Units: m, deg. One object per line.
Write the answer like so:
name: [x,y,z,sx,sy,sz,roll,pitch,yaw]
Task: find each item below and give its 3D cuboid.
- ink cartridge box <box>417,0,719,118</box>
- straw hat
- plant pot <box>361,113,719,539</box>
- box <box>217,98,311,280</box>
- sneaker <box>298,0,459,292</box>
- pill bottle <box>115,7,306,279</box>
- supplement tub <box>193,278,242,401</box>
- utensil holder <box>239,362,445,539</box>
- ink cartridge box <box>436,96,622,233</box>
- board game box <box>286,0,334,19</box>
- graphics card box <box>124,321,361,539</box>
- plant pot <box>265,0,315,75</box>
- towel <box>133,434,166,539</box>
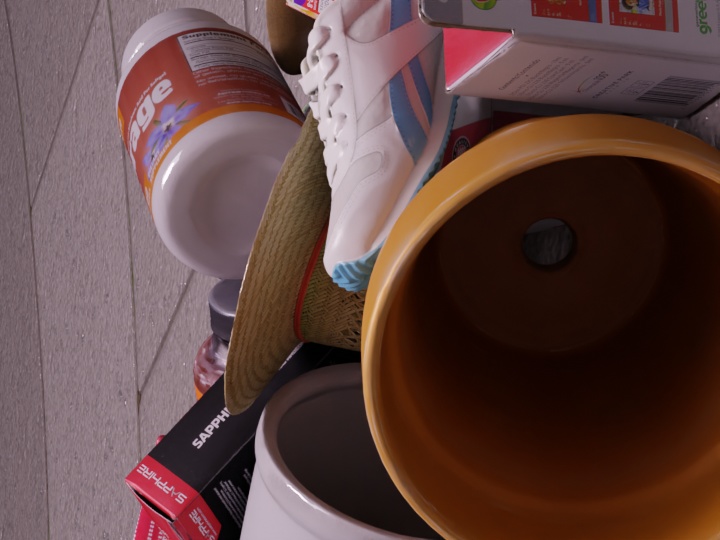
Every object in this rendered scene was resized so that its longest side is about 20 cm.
ink cartridge box: [0.091,-0.187,1.025,0.084,0.175,0.201,145,127,-64]
straw hat: [0.000,0.000,1.128,0.201,0.085,0.202,16,-90,-82]
plant pot: [0.097,0.014,0.980,0.183,0.199,0.201,-97,17,-71]
box: [-0.044,-0.072,1.500,0.110,0.035,0.200,-61,6,-32]
sneaker: [0.006,-0.080,1.054,0.077,0.081,0.200,113,173,-60]
pill bottle: [-0.094,-0.088,1.356,0.200,0.112,0.112,-118,38,-56]
supplement tub: [-0.050,0.099,1.375,0.107,0.107,0.201,-128,27,-61]
utensil holder: [0.007,0.180,1.194,0.170,0.169,0.201,-117,36,-54]
ink cartridge box: [0.079,-0.126,1.176,0.145,0.083,0.201,167,106,-69]
board game box: [0.017,-0.260,1.243,0.152,0.046,0.200,-54,-17,-33]
graphics card box: [-0.038,0.093,1.258,0.051,0.200,0.126,32,161,34]
plant pot: [-0.012,-0.221,1.377,0.200,0.027,0.201,14,-90,-76]
towel: [-0.053,0.197,1.352,0.022,0.200,0.145,-53,-15,-52]
